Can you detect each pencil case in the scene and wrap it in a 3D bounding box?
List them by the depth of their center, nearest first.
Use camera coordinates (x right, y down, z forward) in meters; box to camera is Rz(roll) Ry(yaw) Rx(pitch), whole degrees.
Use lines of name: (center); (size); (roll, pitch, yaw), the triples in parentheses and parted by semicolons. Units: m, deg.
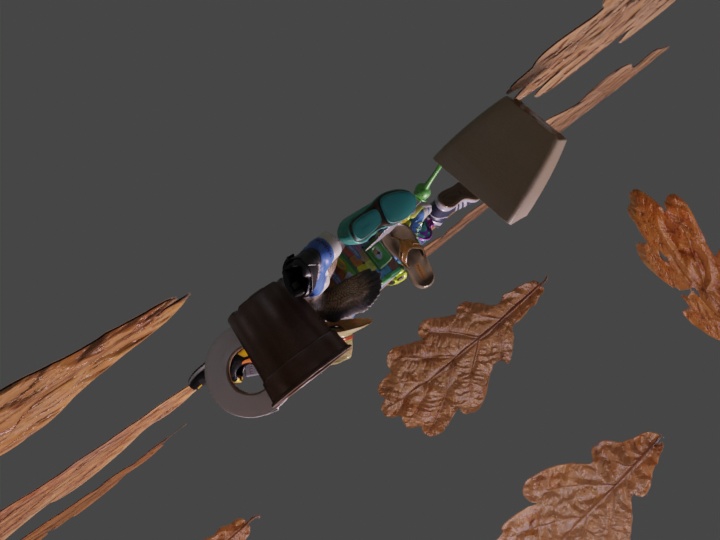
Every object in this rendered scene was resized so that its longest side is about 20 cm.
pencil case: (0.114, -0.073, 2.063); (0.092, 0.086, 0.200); (-12, 160, -37)

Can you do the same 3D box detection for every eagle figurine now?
eagle figurine: (-0.075, 0.040, 1.647); (0.199, 0.152, 0.151); (-29, 165, 36)

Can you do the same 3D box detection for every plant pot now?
plant pot: (0.294, -0.232, 1.494); (0.178, 0.200, 0.200); (-53, 169, 21)
plant pot: (-0.154, 0.136, 1.522); (0.200, 0.199, 0.200); (-38, 174, -5)

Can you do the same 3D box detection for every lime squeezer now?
lime squeezer: (0.142, -0.185, 1.678); (0.200, 0.037, 0.071); (107, 4, -78)

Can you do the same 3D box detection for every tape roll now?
tape roll: (-0.234, 0.214, 1.620); (0.202, 0.203, 0.037); (-37, 176, -5)

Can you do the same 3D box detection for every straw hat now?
straw hat: (-0.063, 0.168, 1.721); (0.199, 0.086, 0.201); (-8, -176, 1)

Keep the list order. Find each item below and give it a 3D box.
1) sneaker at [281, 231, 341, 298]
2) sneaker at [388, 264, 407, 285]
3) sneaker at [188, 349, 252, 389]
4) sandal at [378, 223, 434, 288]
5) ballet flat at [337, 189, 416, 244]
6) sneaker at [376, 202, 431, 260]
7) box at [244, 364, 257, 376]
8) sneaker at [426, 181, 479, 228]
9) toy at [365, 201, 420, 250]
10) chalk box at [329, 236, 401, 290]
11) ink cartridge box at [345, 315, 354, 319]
sneaker: (-0.108, 0.014, 1.428); (0.111, 0.077, 0.200); (-41, 172, -31)
sneaker: (0.045, -0.016, 1.958); (0.199, 0.074, 0.084); (8, -130, 46)
sneaker: (-0.333, 0.248, 1.829); (0.200, 0.090, 0.070); (-40, 174, 18)
sandal: (0.121, -0.039, 1.828); (0.080, 0.201, 0.054); (-36, -165, -7)
ballet flat: (0.025, -0.106, 1.463); (0.070, 0.068, 0.199); (-8, -161, 47)
sneaker: (0.120, -0.085, 1.904); (0.199, 0.105, 0.076); (-35, 174, -17)
box: (-0.198, 0.211, 2.008); (0.175, 0.098, 0.200); (-10, -179, 15)
sneaker: (0.253, -0.184, 2.101); (0.199, 0.070, 0.109); (-22, 160, -43)
toy: (0.065, -0.113, 1.657); (0.115, 0.047, 0.200); (-44, 176, 22)
chalk box: (0.000, 0.000, 1.764); (0.124, 0.125, 0.200); (-33, 171, -39)
ink cartridge box: (-0.069, 0.099, 1.977); (0.117, 0.068, 0.200); (-57, -167, -4)
